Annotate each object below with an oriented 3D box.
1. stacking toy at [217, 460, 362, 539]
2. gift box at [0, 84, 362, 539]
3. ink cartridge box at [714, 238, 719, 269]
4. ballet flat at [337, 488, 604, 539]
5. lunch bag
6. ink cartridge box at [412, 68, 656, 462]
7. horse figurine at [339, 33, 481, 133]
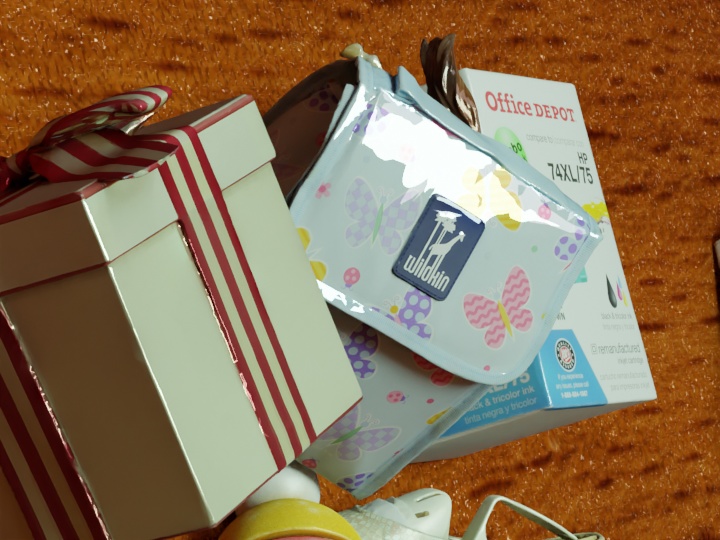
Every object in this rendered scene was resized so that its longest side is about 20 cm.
[{"bbox_3d":[-0.033,0.170,1.343,0.146,0.146,0.200,45,25,-36],"label":"stacking toy"},{"bbox_3d":[-0.126,0.024,1.193,0.187,0.184,0.200,69,26,-9],"label":"gift box"},{"bbox_3d":[0.358,0.063,1.962,0.146,0.085,0.200,26,45,-38],"label":"ink cartridge box"},{"bbox_3d":[0.052,0.153,1.461,0.200,0.067,0.062,16,87,-28],"label":"ballet flat"},{"bbox_3d":[0.000,0.000,1.335,0.170,0.200,0.127,34,29,-27],"label":"lunch bag"},{"bbox_3d":[0.059,0.000,1.517,0.147,0.146,0.200,0,74,-59],"label":"ink cartridge box"},{"bbox_3d":[-0.003,-0.040,1.428,0.133,0.200,0.050,48,12,-4],"label":"horse figurine"}]
